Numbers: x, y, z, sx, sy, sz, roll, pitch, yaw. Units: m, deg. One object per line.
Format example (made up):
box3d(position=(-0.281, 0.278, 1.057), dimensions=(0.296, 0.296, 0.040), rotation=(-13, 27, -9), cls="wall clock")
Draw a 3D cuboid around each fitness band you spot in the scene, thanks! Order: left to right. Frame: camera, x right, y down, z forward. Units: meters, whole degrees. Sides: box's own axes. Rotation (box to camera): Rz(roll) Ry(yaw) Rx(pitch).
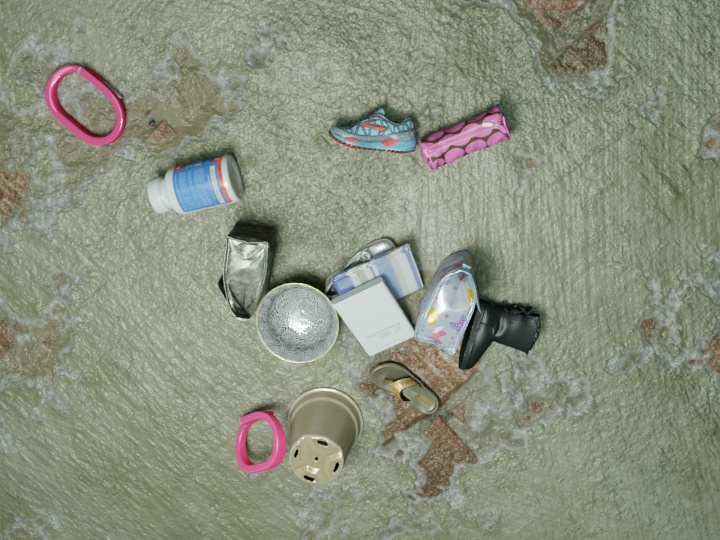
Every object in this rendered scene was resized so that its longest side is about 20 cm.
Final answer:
box3d(position=(-0.632, -0.381, 1.556), dimensions=(0.200, 0.037, 0.144), rotation=(40, 106, -6), cls="fitness band")
box3d(position=(-0.256, 0.431, 1.699), dimensions=(0.199, 0.037, 0.145), rotation=(-27, 64, 43), cls="fitness band")

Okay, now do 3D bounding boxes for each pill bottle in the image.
box3d(position=(-0.381, -0.192, 1.551), dimensions=(0.198, 0.112, 0.113), rotation=(-12, 105, 7), cls="pill bottle")

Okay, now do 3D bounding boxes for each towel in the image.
box3d(position=(0.044, 0.025, 1.587), dimensions=(0.199, 0.024, 0.147), rotation=(-24, 131, 2), cls="towel")

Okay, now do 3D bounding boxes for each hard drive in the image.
box3d(position=(0.034, 0.112, 1.610), dimensions=(0.131, 0.027, 0.200), rotation=(-25, 128, 11), cls="hard drive")

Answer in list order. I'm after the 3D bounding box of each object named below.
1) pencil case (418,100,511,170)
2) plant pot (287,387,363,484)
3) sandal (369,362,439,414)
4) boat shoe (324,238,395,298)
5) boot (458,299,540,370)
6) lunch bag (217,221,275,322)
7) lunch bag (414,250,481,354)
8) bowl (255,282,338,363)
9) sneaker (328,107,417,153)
box3d(position=(0.227, -0.291, 1.481), dimensions=(0.199, 0.094, 0.091), rotation=(-23, 104, 12), cls="pencil case")
box3d(position=(-0.099, 0.421, 1.673), dimensions=(0.199, 0.184, 0.202), rotation=(1, 106, 5), cls="plant pot")
box3d(position=(0.115, 0.299, 1.686), dimensions=(0.199, 0.054, 0.081), rotation=(36, 106, -6), cls="sandal")
box3d(position=(-0.002, -0.001, 1.601), dimensions=(0.201, 0.065, 0.075), rotation=(-33, 102, 13), cls="boat shoe")
box3d(position=(0.334, 0.165, 1.623), dimensions=(0.161, 0.073, 0.200), rotation=(13, 107, -3), cls="boot")
box3d(position=(-0.265, 0.004, 1.573), dimensions=(0.117, 0.164, 0.202), rotation=(7, 106, -3), cls="lunch bag")
box3d(position=(0.211, 0.064, 1.548), dimensions=(0.126, 0.170, 0.201), rotation=(21, 107, 0), cls="lunch bag")
box3d(position=(-0.146, 0.113, 1.632), dimensions=(0.199, 0.094, 0.202), rotation=(1, 107, 4), cls="bowl")
box3d(position=(0.028, -0.317, 1.509), dimensions=(0.198, 0.079, 0.096), rotation=(5, 98, -6), cls="sneaker")
